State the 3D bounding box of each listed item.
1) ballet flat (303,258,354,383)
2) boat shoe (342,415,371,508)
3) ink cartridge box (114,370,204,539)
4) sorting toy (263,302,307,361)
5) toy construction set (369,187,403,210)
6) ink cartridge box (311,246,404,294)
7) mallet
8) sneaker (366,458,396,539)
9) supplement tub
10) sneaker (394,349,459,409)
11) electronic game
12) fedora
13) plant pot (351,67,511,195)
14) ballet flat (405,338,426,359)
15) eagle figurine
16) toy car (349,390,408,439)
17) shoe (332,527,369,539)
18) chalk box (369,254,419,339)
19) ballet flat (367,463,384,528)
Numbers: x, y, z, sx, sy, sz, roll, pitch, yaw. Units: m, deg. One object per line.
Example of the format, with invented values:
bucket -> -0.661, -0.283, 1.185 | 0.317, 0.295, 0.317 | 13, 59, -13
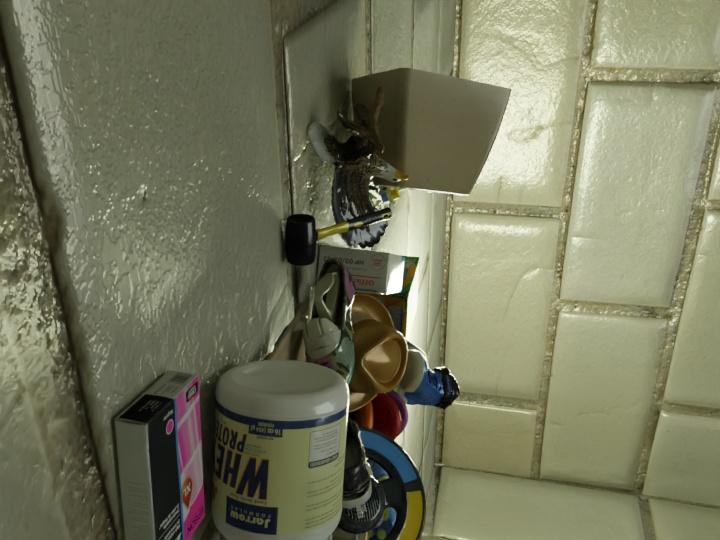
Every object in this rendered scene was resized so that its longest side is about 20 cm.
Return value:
ballet flat -> -0.045, 0.067, 0.990 | 0.071, 0.069, 0.200 | 58, 27, -44
boat shoe -> -0.037, 0.210, 0.930 | 0.200, 0.074, 0.060 | -117, -162, -58
ink cartridge box -> -0.175, 0.199, 0.652 | 0.095, 0.037, 0.200 | -52, 148, -68
sorting toy -> -0.104, 0.166, 0.984 | 0.200, 0.036, 0.185 | -71, 163, -63
toy construction set -> 0.044, -0.176, 1.376 | 0.200, 0.092, 0.131 | 42, 29, -85
ink cartridge box -> 0.000, 0.000, 1.188 | 0.200, 0.115, 0.068 | 2, 94, -78
mallet -> -0.027, -0.051, 1.028 | 0.200, 0.041, 0.066 | -11, 116, -47
sneaker -> 0.037, 0.375, 1.175 | 0.083, 0.071, 0.200 | -53, 144, -59
supplement tub -> -0.088, 0.211, 0.797 | 0.145, 0.145, 0.200 | -33, 128, -75
sneaker -> 0.123, 0.191, 1.280 | 0.200, 0.111, 0.077 | 102, -11, -62
electronic game -> -0.005, 0.305, 0.964 | 0.042, 0.200, 0.200 | 133, -27, -58
fedora -> 0.012, 0.130, 1.099 | 0.200, 0.082, 0.201 | -12, 105, -49
plant pot -> 0.102, -0.220, 1.209 | 0.200, 0.199, 0.177 | -159, -105, -64
ballet flat -> 0.034, 0.115, 1.290 | 0.067, 0.200, 0.046 | -39, -147, 48
eagle figurine -> -0.002, -0.146, 1.099 | 0.152, 0.151, 0.200 | -40, 164, -33
toy car -> 0.005, 0.243, 1.243 | 0.200, 0.150, 0.175 | 0, 95, -78
shoe -> -0.040, 0.304, 1.019 | 0.053, 0.070, 0.200 | 5, 64, -46
chalk box -> 0.045, 0.045, 1.406 | 0.200, 0.124, 0.125 | -66, 159, -57
ballet flat -> -0.021, 0.285, 1.081 | 0.069, 0.200, 0.071 | -4, 129, -38
